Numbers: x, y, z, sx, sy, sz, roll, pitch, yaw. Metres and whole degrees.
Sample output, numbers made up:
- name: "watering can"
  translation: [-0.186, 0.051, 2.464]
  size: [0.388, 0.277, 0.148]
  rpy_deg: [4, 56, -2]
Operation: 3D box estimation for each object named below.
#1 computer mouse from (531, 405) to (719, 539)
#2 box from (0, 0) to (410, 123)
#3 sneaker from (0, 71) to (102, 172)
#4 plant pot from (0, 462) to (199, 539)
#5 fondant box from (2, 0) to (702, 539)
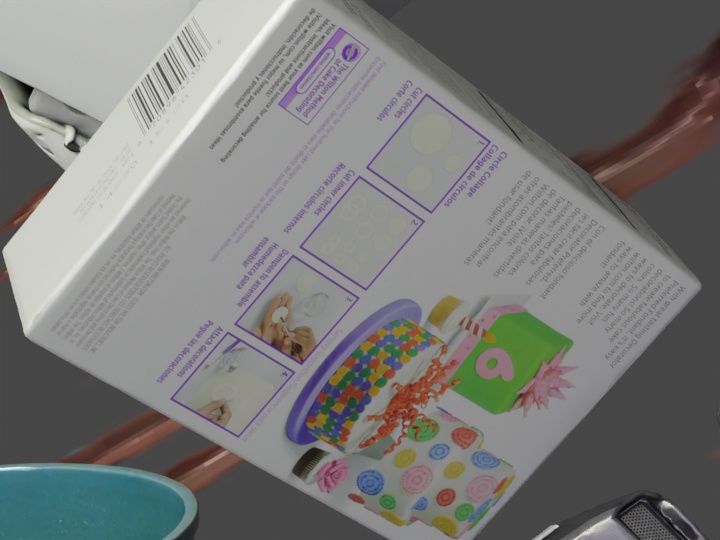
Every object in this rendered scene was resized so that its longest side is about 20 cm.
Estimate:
- name: "computer mouse"
  translation: [0.106, 0.146, 0.664]
  size: [0.200, 0.046, 0.141]
  rpy_deg: [-34, 77, 11]
- name: "box"
  translation: [-0.092, -0.152, 0.702]
  size: [0.200, 0.152, 0.106]
  rpy_deg: [28, 139, 23]
- name: "sneaker"
  translation: [-0.090, -0.052, 0.742]
  size: [0.200, 0.088, 0.074]
  rpy_deg: [38, 98, 20]
- name: "plant pot"
  translation: [-0.150, 0.189, 0.696]
  size: [0.200, 0.200, 0.188]
  rpy_deg: [-2, 99, 23]
- name: "fondant box"
  translation: [0.000, 0.000, 0.640]
  size: [0.144, 0.200, 0.058]
  rpy_deg: [-49, 32, 11]
